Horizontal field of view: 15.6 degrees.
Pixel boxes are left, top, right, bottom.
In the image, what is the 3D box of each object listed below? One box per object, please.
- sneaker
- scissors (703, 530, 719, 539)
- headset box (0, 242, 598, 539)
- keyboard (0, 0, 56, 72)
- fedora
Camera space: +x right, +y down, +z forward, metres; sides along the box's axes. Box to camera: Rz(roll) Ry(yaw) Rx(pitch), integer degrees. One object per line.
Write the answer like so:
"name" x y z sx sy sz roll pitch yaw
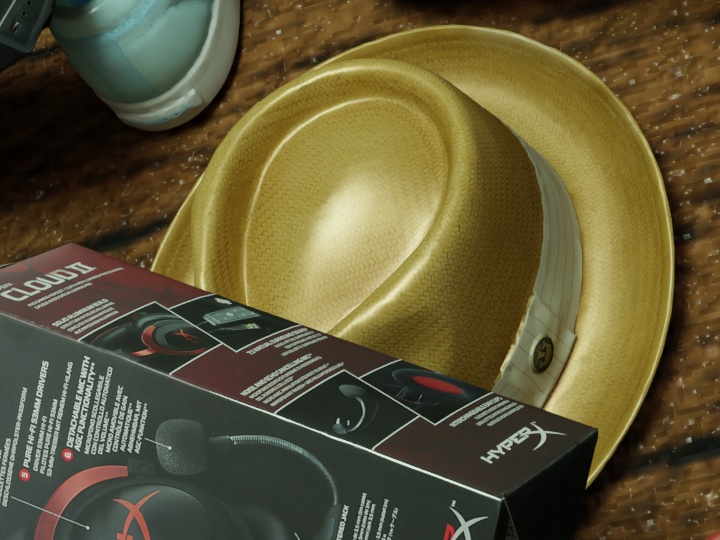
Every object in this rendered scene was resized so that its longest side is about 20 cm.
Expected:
"sneaker" -0.083 -0.154 0.936 0.074 0.082 0.201 -17 61 15
"scissors" 0.067 0.115 0.785 0.199 0.014 0.073 -9 66 21
"headset box" -0.048 0.089 0.756 0.199 0.075 0.149 18 109 22
"keyboard" -0.171 -0.045 0.896 0.200 0.021 0.127 -27 30 43
"fedora" 0.000 0.000 0.825 0.200 0.082 0.201 -10 63 20
